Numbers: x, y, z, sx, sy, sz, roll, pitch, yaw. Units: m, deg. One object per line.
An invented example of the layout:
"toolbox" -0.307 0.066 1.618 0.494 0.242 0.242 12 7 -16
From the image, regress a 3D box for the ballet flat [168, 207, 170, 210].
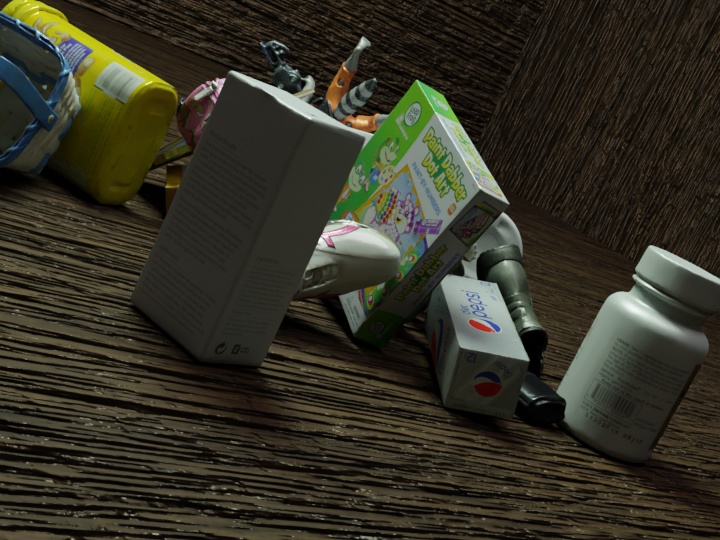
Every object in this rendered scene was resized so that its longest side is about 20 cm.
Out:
"ballet flat" -0.122 -0.044 1.172 0.071 0.071 0.200 34 15 36

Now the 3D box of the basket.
"basket" -0.352 -0.174 1.016 0.176 0.139 0.200 28 -14 14

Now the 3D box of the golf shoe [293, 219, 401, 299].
"golf shoe" -0.058 0.002 1.015 0.199 0.073 0.092 -1 30 -8

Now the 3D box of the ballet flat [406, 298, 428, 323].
"ballet flat" 0.000 0.000 1.234 0.070 0.066 0.200 1 23 -38

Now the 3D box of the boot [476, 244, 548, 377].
"boot" 0.167 0.073 1.246 0.200 0.067 0.131 78 -2 -60

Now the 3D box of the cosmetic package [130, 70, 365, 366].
"cosmetic package" -0.089 -0.038 0.857 0.101 0.201 0.071 34 14 36

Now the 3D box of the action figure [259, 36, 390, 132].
"action figure" -0.058 -0.216 1.421 0.200 0.193 0.105 53 21 -12

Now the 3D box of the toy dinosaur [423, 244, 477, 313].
"toy dinosaur" 0.073 -0.007 1.259 0.077 0.103 0.200 -3 7 -29

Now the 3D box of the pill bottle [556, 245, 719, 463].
"pill bottle" 0.286 0.083 1.129 0.114 0.201 0.114 25 11 -5

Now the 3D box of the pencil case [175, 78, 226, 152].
"pencil case" -0.118 -0.111 1.106 0.086 0.083 0.200 29 20 -45

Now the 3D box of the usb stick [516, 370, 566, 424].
"usb stick" 0.140 0.101 1.164 0.055 0.033 0.200 6 20 -34

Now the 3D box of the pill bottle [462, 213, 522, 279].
"pill bottle" 0.113 -0.025 1.390 0.113 0.114 0.200 22 -4 -16

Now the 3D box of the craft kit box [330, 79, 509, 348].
"craft kit box" 0.040 -0.059 1.114 0.048 0.198 0.200 26 26 -35

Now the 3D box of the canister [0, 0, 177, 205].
"canister" -0.302 -0.175 1.162 0.200 0.149 0.086 33 13 22

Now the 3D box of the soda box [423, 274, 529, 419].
"soda box" 0.109 0.068 1.087 0.068 0.064 0.200 11 19 -7

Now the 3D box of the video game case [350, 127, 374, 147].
"video game case" -0.029 -0.139 1.332 0.182 0.024 0.200 -2 -8 43

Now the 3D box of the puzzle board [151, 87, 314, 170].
"puzzle board" -0.165 -0.159 1.298 0.200 0.017 0.150 -29 9 -41

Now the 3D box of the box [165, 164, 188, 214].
"box" -0.120 -0.092 1.262 0.199 0.042 0.119 0 17 -9
